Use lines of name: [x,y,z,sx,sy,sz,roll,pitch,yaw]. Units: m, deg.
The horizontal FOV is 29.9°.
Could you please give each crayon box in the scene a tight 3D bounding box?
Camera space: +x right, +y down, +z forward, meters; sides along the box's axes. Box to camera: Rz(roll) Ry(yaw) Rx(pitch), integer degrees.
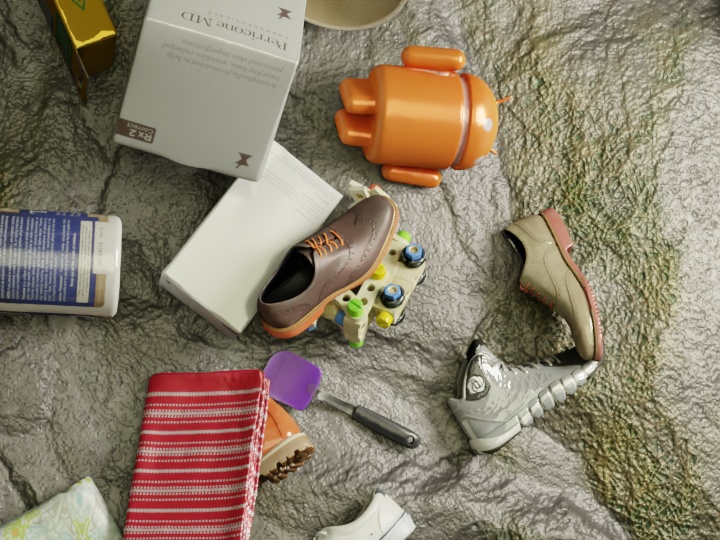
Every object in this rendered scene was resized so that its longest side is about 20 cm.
crayon box: [-0.319,-0.294,1.481,0.051,0.126,0.201,-23,88,-15]

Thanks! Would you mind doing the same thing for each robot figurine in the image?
robot figurine: [0.073,-0.177,1.557,0.198,0.117,0.145,4,81,-12]

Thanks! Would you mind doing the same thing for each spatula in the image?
spatula: [-0.019,0.154,1.539,0.199,0.021,0.057,27,90,-10]

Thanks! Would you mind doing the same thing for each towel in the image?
towel: [-0.335,0.342,1.429,0.199,0.048,0.172,-29,90,-15]
towel: [-0.176,0.201,1.443,0.143,0.023,0.201,-2,63,15]

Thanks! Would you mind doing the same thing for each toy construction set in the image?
toy construction set: [0.000,0.000,1.537,0.130,0.092,0.201,19,69,16]

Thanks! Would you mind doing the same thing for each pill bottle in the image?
pill bottle: [-0.358,-0.009,1.440,0.198,0.111,0.112,3,81,-12]

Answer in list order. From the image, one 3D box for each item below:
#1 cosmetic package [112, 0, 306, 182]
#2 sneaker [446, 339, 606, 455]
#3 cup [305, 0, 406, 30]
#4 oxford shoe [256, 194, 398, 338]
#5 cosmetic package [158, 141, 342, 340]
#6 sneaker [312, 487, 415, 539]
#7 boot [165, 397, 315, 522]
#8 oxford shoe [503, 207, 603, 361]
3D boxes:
cosmetic package: [-0.157,-0.233,1.447,0.164,0.166,0.201,14,40,-11]
sneaker: [0.184,0.113,1.566,0.200,0.075,0.116,-36,89,-14]
cup: [-0.016,-0.399,1.548,0.199,0.200,0.144,28,50,-7]
oxford shoe: [-0.033,-0.014,1.455,0.071,0.073,0.200,35,74,24]
cosmetic package: [-0.124,-0.034,1.513,0.113,0.081,0.200,39,77,-4]
sneaker: [-0.031,0.323,1.495,0.200,0.073,0.071,-39,83,-24]
boot: [-0.160,0.213,1.484,0.199,0.075,0.107,-34,71,-9]
oxford shoe: [0.225,0.024,1.575,0.074,0.071,0.201,-15,59,-7]
